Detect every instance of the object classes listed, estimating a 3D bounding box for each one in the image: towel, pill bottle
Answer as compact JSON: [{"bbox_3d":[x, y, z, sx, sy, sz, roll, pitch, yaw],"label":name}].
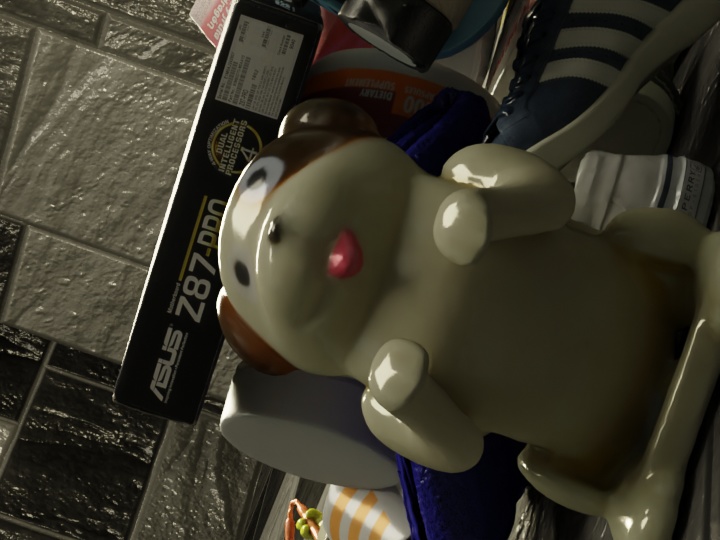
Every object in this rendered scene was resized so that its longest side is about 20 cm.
[{"bbox_3d":[0.040,0.028,1.066,0.148,0.049,0.202,-47,-52,-62],"label":"towel"},{"bbox_3d":[0.000,0.000,1.150,0.114,0.113,0.202,119,167,-69],"label":"pill bottle"}]

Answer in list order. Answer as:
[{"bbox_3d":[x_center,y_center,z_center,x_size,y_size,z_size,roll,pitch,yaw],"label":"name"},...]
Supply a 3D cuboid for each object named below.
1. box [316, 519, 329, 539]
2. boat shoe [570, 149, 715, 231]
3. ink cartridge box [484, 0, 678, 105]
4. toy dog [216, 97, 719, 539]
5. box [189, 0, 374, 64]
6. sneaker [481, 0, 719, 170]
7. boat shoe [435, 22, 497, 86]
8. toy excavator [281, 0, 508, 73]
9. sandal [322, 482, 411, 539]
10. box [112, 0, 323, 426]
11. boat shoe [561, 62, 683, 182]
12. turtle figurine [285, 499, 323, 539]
[{"bbox_3d":[0.040,0.093,1.409,0.068,0.082,0.202,-118,49,-84],"label":"box"},{"bbox_3d":[0.107,-0.016,1.063,0.200,0.066,0.074,118,171,-67],"label":"boat shoe"},{"bbox_3d":[0.139,-0.178,1.262,0.146,0.087,0.201,114,172,-53],"label":"ink cartridge box"},{"bbox_3d":[0.042,0.004,0.902,0.194,0.198,0.141,-86,16,-75],"label":"toy dog"},{"bbox_3d":[0.006,-0.185,1.211,0.102,0.095,0.201,-8,-41,-46],"label":"box"},{"bbox_3d":[0.091,-0.103,1.030,0.200,0.085,0.075,-44,1,-25],"label":"sneaker"},{"bbox_3d":[0.059,-0.175,1.283,0.066,0.069,0.202,-16,-65,-54],"label":"boat shoe"},{"bbox_3d":[-0.012,-0.162,1.075,0.100,0.193,0.200,-60,-10,-2],"label":"toy excavator"},{"bbox_3d":[0.006,0.121,1.195,0.059,0.079,0.207,-38,46,1],"label":"sandal"},{"bbox_3d":[-0.068,-0.041,1.115,0.161,0.049,0.202,-88,16,-78],"label":"box"},{"bbox_3d":[0.110,-0.050,1.190,0.202,0.072,0.061,123,166,-50],"label":"boat shoe"},{"bbox_3d":[0.006,0.154,1.734,0.201,0.064,0.161,-63,10,-6],"label":"turtle figurine"}]
